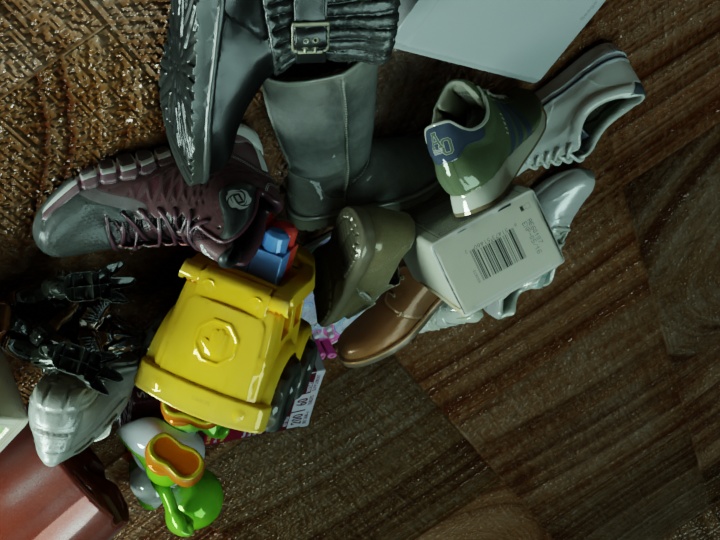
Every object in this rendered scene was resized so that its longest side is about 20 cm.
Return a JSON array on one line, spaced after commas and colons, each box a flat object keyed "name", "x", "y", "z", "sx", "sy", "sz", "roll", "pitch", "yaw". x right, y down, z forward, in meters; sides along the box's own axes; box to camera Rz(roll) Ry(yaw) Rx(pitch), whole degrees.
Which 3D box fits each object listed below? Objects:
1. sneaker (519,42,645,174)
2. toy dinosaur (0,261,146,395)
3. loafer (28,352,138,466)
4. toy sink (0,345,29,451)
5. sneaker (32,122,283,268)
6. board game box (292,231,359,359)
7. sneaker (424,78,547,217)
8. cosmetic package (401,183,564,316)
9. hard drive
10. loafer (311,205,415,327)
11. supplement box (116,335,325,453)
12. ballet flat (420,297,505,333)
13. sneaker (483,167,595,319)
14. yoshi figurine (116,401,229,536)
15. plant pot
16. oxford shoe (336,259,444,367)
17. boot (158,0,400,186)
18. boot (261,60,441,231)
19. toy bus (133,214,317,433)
[{"name": "sneaker", "x": 0.186, "y": -0.132, "z": 1.178, "sx": 0.200, "sy": 0.071, "sz": 0.073, "roll": -42, "pitch": 149, "yaw": 20}, {"name": "toy dinosaur", "x": -0.259, "y": 0.050, "z": 1.007, "sx": 0.135, "sy": 0.103, "sz": 0.199, "roll": -1, "pitch": -169, "yaw": 43}, {"name": "loafer", "x": -0.243, "y": 0.114, "z": 1.072, "sx": 0.200, "sy": 0.069, "sz": 0.070, "roll": -47, "pitch": 146, "yaw": -78}, {"name": "toy sink", "x": -0.390, "y": 0.113, "z": 0.966, "sx": 0.130, "sy": 0.112, "sz": 0.199, "roll": -44, "pitch": 148, "yaw": 19}, {"name": "sneaker", "x": -0.152, "y": -0.037, "z": 0.960, "sx": 0.199, "sy": 0.116, "sz": 0.076, "roll": -26, "pitch": 150, "yaw": -11}, {"name": "board game box", "x": 0.011, "y": 0.010, "z": 1.272, "sx": 0.199, "sy": 0.026, "sz": 0.200, "roll": -28, "pitch": 150, "yaw": -7}, {"name": "sneaker", "x": 0.108, "y": -0.134, "z": 1.067, "sx": 0.067, "sy": 0.090, "sz": 0.201, "roll": -17, "pitch": -156, "yaw": 32}, {"name": "cosmetic package", "x": 0.097, "y": -0.029, "z": 1.098, "sx": 0.103, "sy": 0.074, "sz": 0.200, "roll": -28, "pitch": -168, "yaw": -4}, {"name": "hard drive", "x": 0.117, "y": -0.220, "z": 0.978, "sx": 0.199, "sy": 0.026, "sz": 0.132, "roll": 3, "pitch": 135, "yaw": -46}, {"name": "loafer", "x": 0.000, "y": 0.000, "z": 1.104, "sx": 0.067, "sy": 0.077, "sz": 0.200, "roll": -4, "pitch": 164, "yaw": -16}, {"name": "supplement box", "x": -0.144, "y": 0.125, "z": 1.240, "sx": 0.198, "sy": 0.061, "sz": 0.109, "roll": -8, "pitch": 144, "yaw": -21}, {"name": "ballet flat", "x": 0.123, "y": 0.013, "z": 1.291, "sx": 0.200, "sy": 0.072, "sz": 0.072, "roll": -44, "pitch": 148, "yaw": 21}, {"name": "sneaker", "x": 0.196, "y": -0.028, "z": 1.336, "sx": 0.070, "sy": 0.081, "sz": 0.201, "roll": 8, "pitch": 130, "yaw": -46}, {"name": "yoshi figurine", "x": -0.165, "y": 0.192, "z": 1.167, "sx": 0.112, "sy": 0.113, "sz": 0.200, "roll": -19, "pitch": 160, "yaw": -24}, {"name": "plant pot", "x": -0.337, "y": 0.240, "z": 1.143, "sx": 0.195, "sy": 0.201, "sz": 0.201, "roll": -38, "pitch": 151, "yaw": -4}, {"name": "oxford shoe", "x": 0.045, "y": 0.020, "z": 1.243, "sx": 0.200, "sy": 0.071, "sz": 0.071, "roll": -41, "pitch": 127, "yaw": 8}, {"name": "boot", "x": -0.058, "y": -0.154, "z": 0.884, "sx": 0.157, "sy": 0.080, "sz": 0.212, "roll": -8, "pitch": 138, "yaw": -24}, {"name": "boot", "x": 0.003, "y": -0.129, "z": 1.031, "sx": 0.181, "sy": 0.073, "sz": 0.201, "roll": -24, "pitch": 143, "yaw": -18}, {"name": "toy bus", "x": -0.099, "y": 0.024, "z": 1.085, "sx": 0.200, "sy": 0.135, "sz": 0.194, "roll": -47, "pitch": 155, "yaw": -74}]
